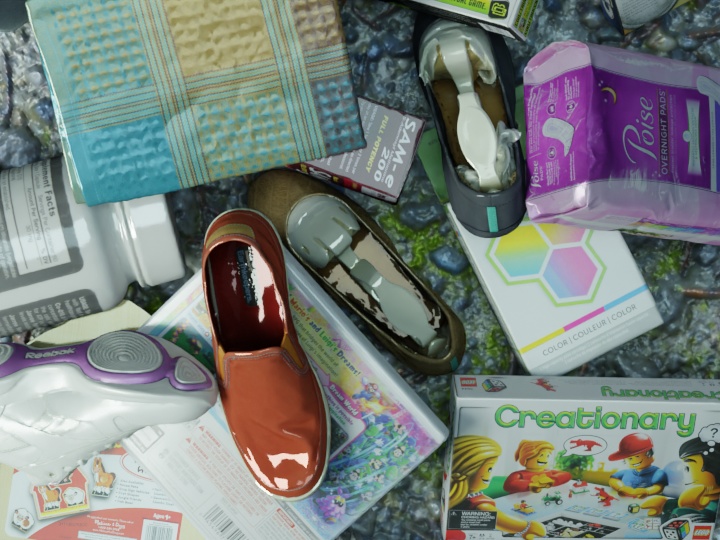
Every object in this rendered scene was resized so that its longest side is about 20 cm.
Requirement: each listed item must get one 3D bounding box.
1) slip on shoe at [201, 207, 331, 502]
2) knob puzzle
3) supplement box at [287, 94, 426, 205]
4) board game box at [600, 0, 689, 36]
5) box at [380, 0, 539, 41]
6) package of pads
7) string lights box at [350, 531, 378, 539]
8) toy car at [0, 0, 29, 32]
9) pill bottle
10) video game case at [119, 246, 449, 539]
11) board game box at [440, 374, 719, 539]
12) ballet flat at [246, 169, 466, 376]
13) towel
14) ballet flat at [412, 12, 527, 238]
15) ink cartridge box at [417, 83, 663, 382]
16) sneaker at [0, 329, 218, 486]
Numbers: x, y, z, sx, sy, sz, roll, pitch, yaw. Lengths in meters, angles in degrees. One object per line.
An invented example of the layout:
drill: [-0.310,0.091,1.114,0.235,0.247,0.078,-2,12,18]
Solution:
slip on shoe: [-0.067,0.060,1.181,0.073,0.061,0.202,-9,99,10]
knob puzzle: [-0.182,0.120,1.277,0.218,0.030,0.222,0,90,-3]
supplement box: [-0.057,-0.108,1.242,0.199,0.109,0.061,19,90,1]
board game box: [0.252,-0.271,1.264,0.199,0.035,0.136,-28,132,-4]
box: [0.041,-0.240,1.246,0.199,0.035,0.111,19,88,26]
package of pads: [0.210,-0.086,1.239,0.199,0.076,0.122,6,78,-32]
string lights box: [0.072,0.270,1.276,0.199,0.059,0.103,19,88,-3]
toy car: [-0.172,-0.238,1.192,0.199,0.158,0.165,-19,94,-26]
pill bottle: [-0.227,-0.017,1.234,0.198,0.113,0.114,-14,90,-4]
video game case: [-0.069,0.098,1.231,0.182,0.024,0.200,-42,90,14]
board game box: [0.160,0.136,1.267,0.198,0.035,0.127,1,120,-3]
ballet flat: [0.000,0.000,1.267,0.068,0.072,0.200,-44,92,-4]
towel: [-0.106,-0.130,1.164,0.198,0.022,0.148,-12,104,-3]
ballet flat: [0.077,-0.121,1.240,0.072,0.073,0.201,-9,67,-3]
ink cartridge box: [0.126,-0.029,1.281,0.103,0.059,0.201,-26,91,-1]
sneaker: [-0.189,0.096,1.216,0.198,0.075,0.100,-2,117,15]
